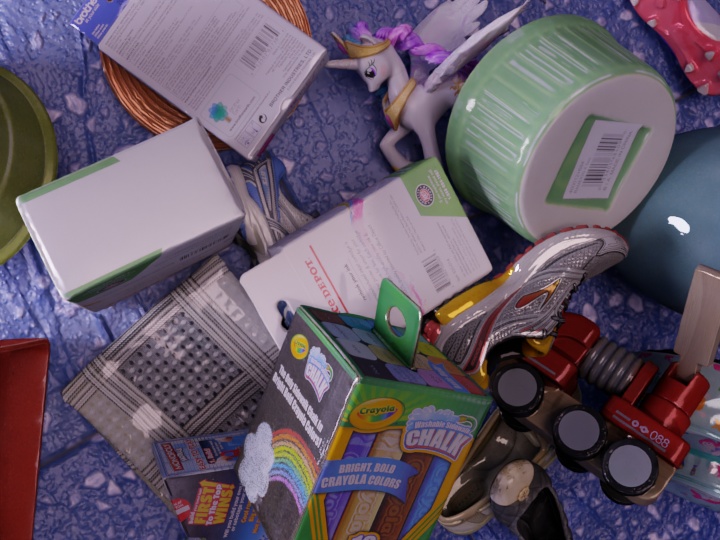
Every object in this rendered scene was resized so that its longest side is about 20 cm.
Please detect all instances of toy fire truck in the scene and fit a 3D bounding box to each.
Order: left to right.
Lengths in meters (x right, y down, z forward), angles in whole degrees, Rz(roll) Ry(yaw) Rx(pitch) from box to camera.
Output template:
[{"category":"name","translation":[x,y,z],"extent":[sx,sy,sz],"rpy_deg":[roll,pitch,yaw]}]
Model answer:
[{"category":"toy fire truck","translation":[0.235,0.084,0.762],"extent":[0.176,0.129,0.200],"rpy_deg":[34,80,25]}]

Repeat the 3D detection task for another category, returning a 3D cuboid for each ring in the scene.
[{"category":"ring","translation":[-0.144,-0.212,0.803],"extent":[0.200,0.019,0.201],"rpy_deg":[0,89,-16]}]

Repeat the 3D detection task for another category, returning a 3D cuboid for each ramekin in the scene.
[{"category":"ramekin","translation":[0.186,-0.118,0.764],"extent":[0.200,0.098,0.200],"rpy_deg":[-17,131,-21]}]

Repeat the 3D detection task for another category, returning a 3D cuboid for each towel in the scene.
[{"category":"towel","translation":[-0.137,0.120,0.775],"extent":[0.193,0.035,0.200],"rpy_deg":[-42,105,-7]}]

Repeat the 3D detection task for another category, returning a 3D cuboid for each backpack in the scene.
[{"category":"backpack","translation":[0.356,0.161,0.852],"extent":[0.200,0.177,0.151],"rpy_deg":[31,79,-19]}]

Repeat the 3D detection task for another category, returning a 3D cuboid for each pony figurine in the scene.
[{"category":"pony figurine","translation":[0.083,-0.178,0.810],"extent":[0.193,0.167,0.200],"rpy_deg":[-34,113,-6]}]

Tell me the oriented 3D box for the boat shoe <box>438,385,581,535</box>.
[{"category":"boat shoe","translation":[0.148,0.178,0.843],"extent":[0.201,0.063,0.073],"rpy_deg":[-44,66,-7]}]

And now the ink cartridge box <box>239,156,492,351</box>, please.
[{"category":"ink cartridge box","translation":[0.000,0.000,0.738],"extent":[0.200,0.067,0.117],"rpy_deg":[-31,101,-14]}]

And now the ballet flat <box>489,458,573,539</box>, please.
[{"category":"ballet flat","translation":[0.178,0.244,0.821],"extent":[0.066,0.057,0.200],"rpy_deg":[-41,130,-8]}]

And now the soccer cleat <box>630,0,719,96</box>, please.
[{"category":"soccer cleat","translation":[0.354,-0.283,0.925],"extent":[0.076,0.067,0.200],"rpy_deg":[-36,93,-44]}]

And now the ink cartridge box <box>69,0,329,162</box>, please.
[{"category":"ink cartridge box","translation":[-0.141,-0.202,0.751],"extent":[0.200,0.042,0.119],"rpy_deg":[36,92,-2]}]

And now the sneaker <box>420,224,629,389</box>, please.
[{"category":"sneaker","translation":[0.155,0.035,0.745],"extent":[0.200,0.078,0.082],"rpy_deg":[-34,62,-4]}]

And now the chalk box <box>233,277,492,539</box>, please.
[{"category":"chalk box","translation":[0.005,0.109,0.652],"extent":[0.124,0.125,0.200],"rpy_deg":[15,106,-31]}]

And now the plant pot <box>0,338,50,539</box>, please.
[{"category":"plant pot","translation":[-0.367,0.150,0.656],"extent":[0.176,0.200,0.201],"rpy_deg":[5,88,-4]}]

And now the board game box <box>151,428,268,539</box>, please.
[{"category":"board game box","translation":[-0.099,0.222,0.760],"extent":[0.199,0.062,0.200],"rpy_deg":[12,104,-27]}]

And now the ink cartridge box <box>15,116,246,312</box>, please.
[{"category":"ink cartridge box","translation":[-0.182,-0.036,0.695],"extent":[0.145,0.200,0.088],"rpy_deg":[-27,89,-13]}]

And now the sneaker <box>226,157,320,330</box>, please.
[{"category":"sneaker","translation":[-0.063,-0.017,0.795],"extent":[0.085,0.077,0.200],"rpy_deg":[-27,97,-18]}]

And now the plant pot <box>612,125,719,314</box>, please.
[{"category":"plant pot","translation":[0.317,-0.054,0.855],"extent":[0.134,0.200,0.201],"rpy_deg":[12,85,22]}]

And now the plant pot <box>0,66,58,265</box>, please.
[{"category":"plant pot","translation":[-0.359,-0.099,0.622],"extent":[0.200,0.190,0.201],"rpy_deg":[-1,81,6]}]

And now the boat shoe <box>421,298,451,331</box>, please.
[{"category":"boat shoe","translation":[0.043,0.033,0.823],"extent":[0.070,0.070,0.200],"rpy_deg":[24,83,-18]}]
